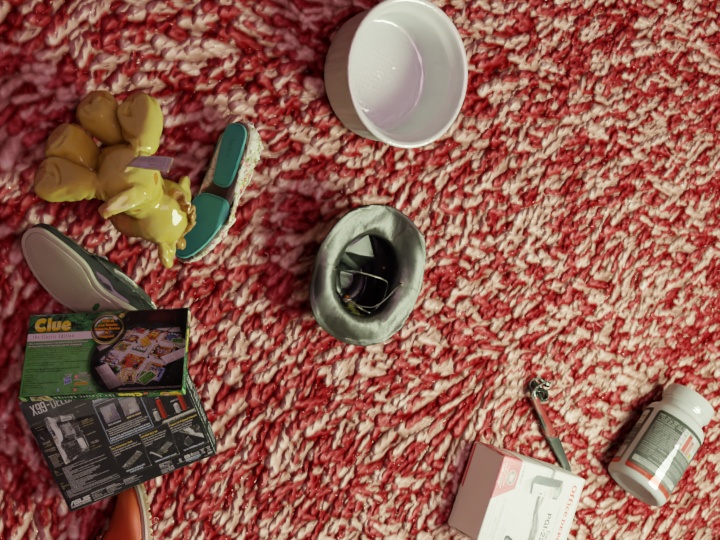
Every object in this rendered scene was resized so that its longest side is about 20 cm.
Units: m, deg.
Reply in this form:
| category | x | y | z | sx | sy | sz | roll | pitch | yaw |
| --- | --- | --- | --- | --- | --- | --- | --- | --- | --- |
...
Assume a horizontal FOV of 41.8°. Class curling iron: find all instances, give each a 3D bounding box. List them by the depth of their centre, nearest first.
| category | x | y | z | sx | sy | sz | roll | pitch | yaw |
| --- | --- | --- | --- | --- | --- | --- | --- | --- | --- |
| curling iron | 0.331 | 0.269 | 1.615 | 0.049 | 0.025 | 0.203 | -30 | 112 | -21 |

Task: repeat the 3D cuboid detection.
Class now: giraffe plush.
| category | x | y | z | sx | sy | sz | roll | pitch | yaw |
| --- | --- | --- | --- | --- | --- | --- | --- | --- | --- |
| giraffe plush | -0.267 | -0.099 | 1.138 | 0.174 | 0.198 | 0.163 | -54 | 148 | -17 |

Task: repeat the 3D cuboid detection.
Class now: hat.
| category | x | y | z | sx | sy | sz | roll | pitch | yaw |
| --- | --- | --- | --- | --- | --- | --- | --- | --- | --- |
| hat | 0.000 | 0.000 | 1.347 | 0.197 | 0.081 | 0.204 | -7 | 106 | -24 |

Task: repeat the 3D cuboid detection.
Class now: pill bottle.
| category | x | y | z | sx | sy | sz | roll | pitch | yaw |
| --- | --- | --- | --- | --- | --- | --- | --- | --- | --- |
| pill bottle | 0.545 | 0.311 | 1.699 | 0.201 | 0.115 | 0.116 | -51 | 118 | -14 |

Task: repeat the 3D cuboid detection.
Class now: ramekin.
| category | x | y | z | sx | sy | sz | roll | pitch | yaw |
| --- | --- | --- | --- | --- | --- | --- | --- | --- | --- |
| ramekin | 0.044 | -0.275 | 1.322 | 0.197 | 0.097 | 0.205 | -5 | 99 | -30 |

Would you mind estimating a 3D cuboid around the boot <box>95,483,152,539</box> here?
| category | x | y | z | sx | sy | sz | roll | pitch | yaw |
| --- | --- | --- | --- | --- | --- | --- | --- | --- | --- |
| boot | -0.328 | 0.369 | 1.206 | 0.106 | 0.075 | 0.204 | 11 | 92 | -27 |

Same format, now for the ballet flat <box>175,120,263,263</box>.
| category | x | y | z | sx | sy | sz | roll | pitch | yaw |
| --- | --- | --- | --- | --- | --- | --- | --- | --- | --- |
| ballet flat | -0.177 | -0.097 | 1.234 | 0.203 | 0.075 | 0.064 | -64 | 154 | -2 |

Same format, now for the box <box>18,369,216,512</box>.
| category | x | y | z | sx | sy | sz | roll | pitch | yaw |
| --- | --- | --- | --- | --- | --- | --- | --- | --- | --- |
| box | -0.297 | 0.188 | 1.169 | 0.197 | 0.050 | 0.160 | -21 | 108 | -4 |

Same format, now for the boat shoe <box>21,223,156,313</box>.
| category | x | y | z | sx | sy | sz | roll | pitch | yaw |
| --- | --- | --- | --- | --- | --- | --- | --- | --- | --- |
| boat shoe | -0.331 | 0.013 | 1.163 | 0.071 | 0.068 | 0.200 | -34 | 116 | 25 |

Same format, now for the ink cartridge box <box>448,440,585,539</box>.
| category | x | y | z | sx | sy | sz | roll | pitch | yaw |
| --- | --- | --- | --- | --- | --- | --- | --- | --- | --- |
| ink cartridge box | 0.260 | 0.382 | 1.556 | 0.198 | 0.084 | 0.148 | 21 | 86 | -33 |

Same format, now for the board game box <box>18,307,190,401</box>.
| category | x | y | z | sx | sy | sz | roll | pitch | yaw |
| --- | --- | --- | --- | --- | --- | --- | --- | --- | --- |
| board game box | -0.302 | 0.100 | 1.120 | 0.196 | 0.024 | 0.107 | -2 | 67 | 5 |
